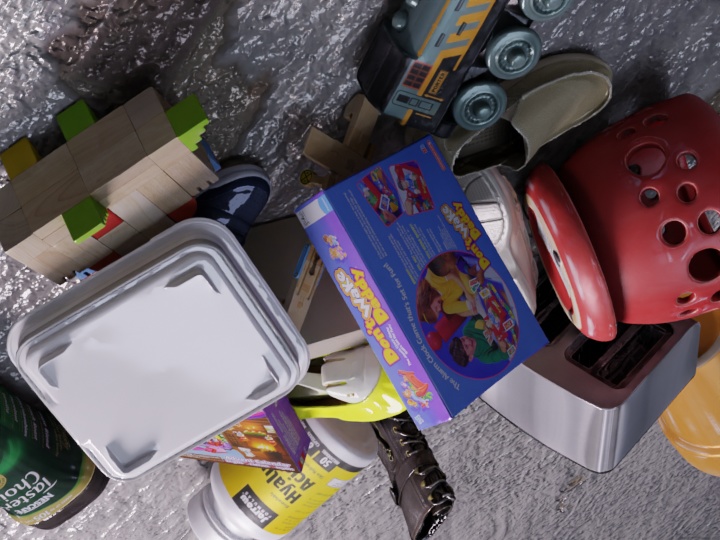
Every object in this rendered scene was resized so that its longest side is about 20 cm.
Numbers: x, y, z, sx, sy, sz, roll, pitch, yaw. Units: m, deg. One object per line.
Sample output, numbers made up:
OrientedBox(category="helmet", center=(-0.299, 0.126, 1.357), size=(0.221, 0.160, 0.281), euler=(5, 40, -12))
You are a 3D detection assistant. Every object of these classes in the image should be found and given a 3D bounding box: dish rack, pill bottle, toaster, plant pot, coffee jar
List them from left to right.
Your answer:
OrientedBox(category="coffee jar", center=(-0.315, 0.161, 1.033), size=(0.104, 0.086, 0.200), euler=(-36, 143, 9))
OrientedBox(category="dish rack", center=(-0.153, 0.072, 0.896), size=(0.199, 0.044, 0.172), euler=(-29, 118, 6))
OrientedBox(category="pill bottle", center=(-0.086, 0.212, 1.220), size=(0.200, 0.112, 0.111), euler=(-43, 141, 17))
OrientedBox(category="toaster", center=(0.221, 0.091, 1.188), size=(0.200, 0.180, 0.119), euler=(-40, 144, -28))
OrientedBox(category="plant pot", center=(0.261, -0.041, 1.093), size=(0.181, 0.201, 0.201), euler=(-22, 143, 3))
OrientedBox(category="plant pot", center=(0.426, 0.118, 1.402), size=(0.200, 0.201, 0.183), euler=(-39, 126, 12))

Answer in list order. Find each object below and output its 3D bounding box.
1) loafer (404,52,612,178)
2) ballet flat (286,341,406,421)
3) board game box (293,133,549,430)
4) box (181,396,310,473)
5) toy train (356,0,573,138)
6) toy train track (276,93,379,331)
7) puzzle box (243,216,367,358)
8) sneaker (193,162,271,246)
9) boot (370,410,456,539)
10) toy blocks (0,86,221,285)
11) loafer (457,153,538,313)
OrientedBox(category="loafer", center=(0.138, -0.127, 1.013), size=(0.199, 0.068, 0.076), euler=(-22, 142, -10))
OrientedBox(category="ballet flat", center=(-0.022, 0.097, 1.011), size=(0.067, 0.067, 0.199), euler=(20, 156, -39))
OrientedBox(category="board game box", center=(0.052, 0.006, 0.936), size=(0.134, 0.201, 0.045), euler=(-30, -179, -40))
OrientedBox(category="box", center=(-0.157, 0.125, 1.043), size=(0.198, 0.039, 0.137), euler=(4, 146, 19))
OrientedBox(category="toy train", center=(0.081, -0.192, 0.897), size=(0.113, 0.086, 0.201), euler=(11, 128, -29))
OrientedBox(category="toy train track", center=(-0.034, -0.049, 0.958), size=(0.114, 0.032, 0.201), euler=(26, 81, -50))
OrientedBox(category="puzzle box", center=(0.000, 0.000, 1.014), size=(0.199, 0.134, 0.026), euler=(-15, 145, -18))
OrientedBox(category="sneaker", center=(-0.135, 0.010, 0.956), size=(0.200, 0.109, 0.070), euler=(-42, 139, 16))
OrientedBox(category="boot", center=(0.056, 0.175, 1.217), size=(0.069, 0.175, 0.201), euler=(-12, 140, -21))
OrientedBox(category="toy blocks", center=(-0.181, -0.051, 0.887), size=(0.199, 0.100, 0.137), euler=(-33, 154, 5))
OrientedBox(category="loafer", center=(0.126, -0.038, 1.108), size=(0.071, 0.063, 0.201), euler=(-1, 129, 30))
